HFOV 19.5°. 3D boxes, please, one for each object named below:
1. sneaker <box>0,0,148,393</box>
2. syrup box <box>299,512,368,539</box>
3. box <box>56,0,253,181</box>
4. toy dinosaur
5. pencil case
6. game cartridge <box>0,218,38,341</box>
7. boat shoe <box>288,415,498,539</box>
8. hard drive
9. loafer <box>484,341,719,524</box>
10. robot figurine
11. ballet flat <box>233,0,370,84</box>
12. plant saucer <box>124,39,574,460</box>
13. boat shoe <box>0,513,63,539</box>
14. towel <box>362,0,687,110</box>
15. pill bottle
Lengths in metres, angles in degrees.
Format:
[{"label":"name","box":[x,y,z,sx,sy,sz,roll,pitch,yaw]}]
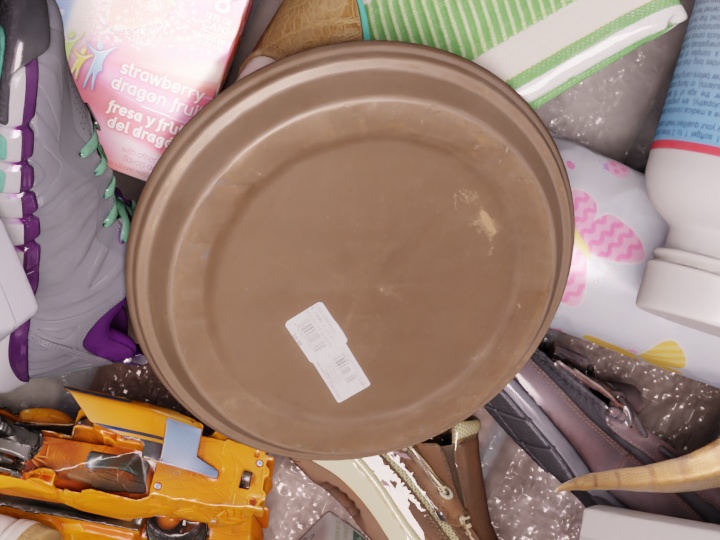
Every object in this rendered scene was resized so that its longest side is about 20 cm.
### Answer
[{"label":"sneaker","box":[-0.121,-0.036,0.883,0.087,0.075,0.201,-5,133,-18]},{"label":"syrup box","box":[-0.056,0.221,1.024,0.081,0.079,0.200,42,99,-9]},{"label":"box","box":[-0.153,-0.118,0.935,0.199,0.103,0.095,20,102,-4]},{"label":"toy dinosaur","box":[0.188,0.079,0.940,0.199,0.061,0.107,-23,126,4]},{"label":"pencil case","box":[0.142,-0.002,0.974,0.199,0.083,0.091,18,85,-5]},{"label":"game cartridge","box":[-0.217,-0.044,0.861,0.201,0.041,0.133,56,142,0]},{"label":"boat shoe","box":[0.032,0.100,1.002,0.075,0.075,0.202,-45,99,3]},{"label":"hard drive","box":[0.208,0.132,0.902,0.131,0.199,0.026,14,84,-34]},{"label":"loafer","box":[0.122,0.084,1.008,0.063,0.072,0.200,-45,107,-9]},{"label":"robot figurine","box":[-0.140,0.091,0.980,0.199,0.145,0.059,12,64,1]},{"label":"ballet flat","box":[-0.040,-0.031,0.913,0.072,0.068,0.201,-13,121,-35]},{"label":"plant saucer","box":[0.000,0.000,0.892,0.199,0.030,0.201,-7,119,-12]},{"label":"boat shoe","box":[-0.188,0.186,1.008,0.069,0.071,0.201,24,126,14]},{"label":"towel","box":[0.036,-0.159,0.925,0.152,0.023,0.201,-29,74,8]},{"label":"pill bottle","box":[0.184,-0.069,0.889,0.108,0.109,0.201,18,89,-4]}]
